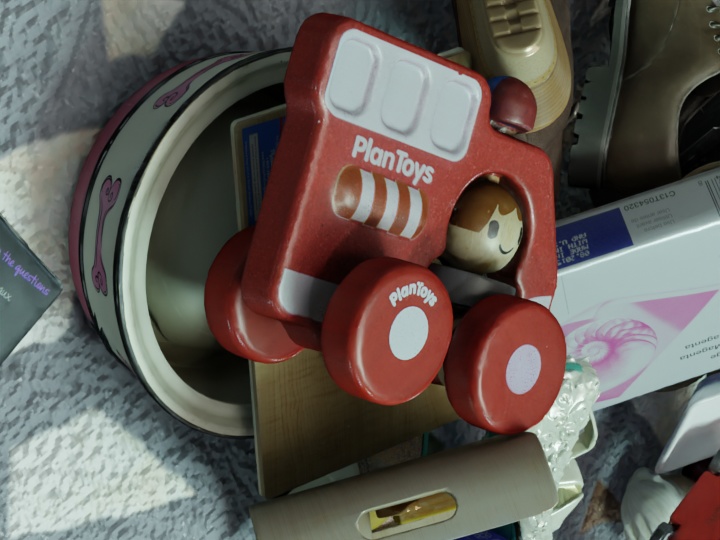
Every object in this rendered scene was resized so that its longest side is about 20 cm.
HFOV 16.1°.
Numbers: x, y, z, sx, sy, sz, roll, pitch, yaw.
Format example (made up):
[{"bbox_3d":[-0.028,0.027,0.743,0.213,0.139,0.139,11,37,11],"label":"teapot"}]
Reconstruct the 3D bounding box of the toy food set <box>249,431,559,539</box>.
[{"bbox_3d":[0.020,0.129,1.274,0.143,0.200,0.061,-15,87,-4],"label":"toy food set"}]

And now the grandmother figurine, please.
[{"bbox_3d":[0.245,0.112,1.604,0.200,0.061,0.122,-34,145,-18],"label":"grandmother figurine"}]

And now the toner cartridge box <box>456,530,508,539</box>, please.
[{"bbox_3d":[0.080,0.204,1.405,0.043,0.200,0.096,-11,112,-38],"label":"toner cartridge box"}]

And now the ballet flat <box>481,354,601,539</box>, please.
[{"bbox_3d":[0.100,0.112,1.425,0.072,0.072,0.200,-37,156,-26],"label":"ballet flat"}]

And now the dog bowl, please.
[{"bbox_3d":[-0.061,-0.021,1.286,0.199,0.074,0.201,-15,114,-37],"label":"dog bowl"}]

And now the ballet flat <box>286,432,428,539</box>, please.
[{"bbox_3d":[-0.018,0.158,1.397,0.067,0.068,0.201,12,96,-29],"label":"ballet flat"}]

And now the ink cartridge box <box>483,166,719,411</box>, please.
[{"bbox_3d":[0.174,0.026,1.430,0.195,0.043,0.200,-19,143,0],"label":"ink cartridge box"}]

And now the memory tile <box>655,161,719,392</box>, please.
[{"bbox_3d":[0.214,0.008,1.472,0.152,0.017,0.200,1,140,-25],"label":"memory tile"}]

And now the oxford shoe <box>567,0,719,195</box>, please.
[{"bbox_3d":[0.178,-0.135,1.432,0.073,0.084,0.201,51,51,-74],"label":"oxford shoe"}]

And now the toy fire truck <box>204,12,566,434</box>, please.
[{"bbox_3d":[0.029,-0.021,1.220,0.199,0.112,0.169,16,90,-44],"label":"toy fire truck"}]

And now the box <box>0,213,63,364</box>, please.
[{"bbox_3d":[-0.249,0.036,1.104,0.200,0.122,0.106,-51,132,-16],"label":"box"}]

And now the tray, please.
[{"bbox_3d":[0.271,0.064,1.520,0.199,0.022,0.108,-17,155,-15],"label":"tray"}]

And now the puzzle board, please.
[{"bbox_3d":[0.000,0.000,1.287,0.150,0.017,0.201,-20,117,-34],"label":"puzzle board"}]

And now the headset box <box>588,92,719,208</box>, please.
[{"bbox_3d":[0.244,-0.039,1.504,0.148,0.075,0.200,-40,139,24],"label":"headset box"}]

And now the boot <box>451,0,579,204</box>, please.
[{"bbox_3d":[0.077,-0.147,1.364,0.167,0.072,0.201,78,8,-63],"label":"boot"}]

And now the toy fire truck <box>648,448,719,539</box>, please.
[{"bbox_3d":[0.184,0.203,1.522,0.200,0.049,0.141,-48,161,-26],"label":"toy fire truck"}]
